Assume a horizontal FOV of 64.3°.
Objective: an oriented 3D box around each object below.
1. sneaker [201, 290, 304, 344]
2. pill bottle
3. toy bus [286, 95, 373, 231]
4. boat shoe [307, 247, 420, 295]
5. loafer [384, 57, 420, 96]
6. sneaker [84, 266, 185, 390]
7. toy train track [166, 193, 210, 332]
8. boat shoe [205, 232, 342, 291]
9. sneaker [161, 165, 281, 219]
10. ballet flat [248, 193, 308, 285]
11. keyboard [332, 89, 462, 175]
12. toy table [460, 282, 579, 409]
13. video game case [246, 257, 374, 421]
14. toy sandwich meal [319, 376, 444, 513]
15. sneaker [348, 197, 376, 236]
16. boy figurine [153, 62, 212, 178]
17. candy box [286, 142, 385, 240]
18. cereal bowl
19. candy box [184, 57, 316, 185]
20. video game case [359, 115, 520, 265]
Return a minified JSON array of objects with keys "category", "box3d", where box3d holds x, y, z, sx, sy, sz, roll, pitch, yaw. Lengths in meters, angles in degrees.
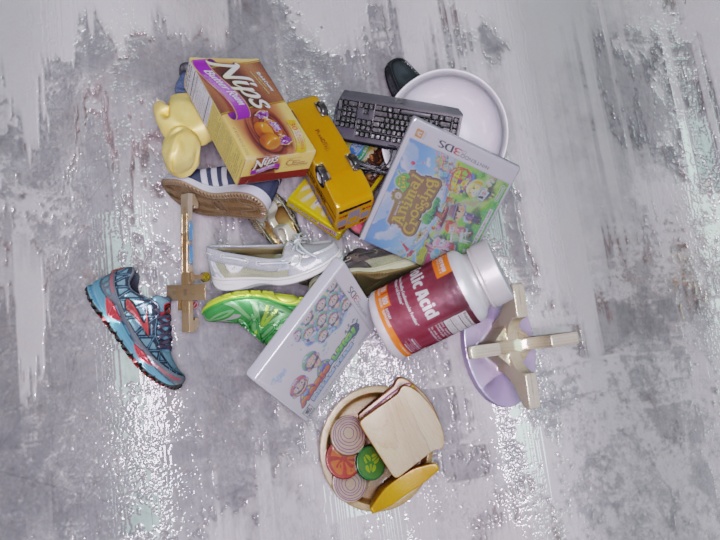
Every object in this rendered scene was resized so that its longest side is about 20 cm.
[{"category":"sneaker","box3d":[-0.142,0.077,0.869,0.196,0.074,0.085,6,75,-10]},{"category":"pill bottle","box3d":[0.121,0.042,0.862,0.198,0.114,0.116,-28,86,15]},{"category":"toy bus","box3d":[-0.053,-0.166,0.869,0.064,0.079,0.202,-23,68,-18]},{"category":"boat shoe","box3d":[0.001,-0.001,0.907,0.198,0.072,0.067,-10,53,-28]},{"category":"loafer","box3d":[0.114,-0.283,0.981,0.068,0.070,0.202,-34,88,-17]},{"category":"sneaker","box3d":[-0.308,0.079,0.835,0.095,0.079,0.201,-38,89,-16]},{"category":"toy train track","box3d":[-0.248,-0.011,0.853,0.032,0.113,0.204,0,88,-45]},{"category":"boat shoe","box3d":[-0.126,-0.019,0.829,0.198,0.075,0.066,-8,111,11]},{"category":"sneaker","box3d":[-0.204,-0.143,0.879,0.197,0.071,0.110,11,58,24]},{"category":"ballet flat","box3d":[-0.123,-0.066,0.896,0.067,0.075,0.201,-35,88,-12]},{"category":"keyboard","box3d":[0.050,-0.199,0.881,0.196,0.021,0.130,12,106,11]},{"category":"toy table","box3d":[0.238,0.117,0.916,0.181,0.117,0.204,-17,85,-13]},{"category":"video game case","box3d":[-0.059,0.107,0.838,0.023,0.183,0.201,28,73,32]},{"category":"toy sandwich meal","box3d":[0.036,0.268,0.874,0.201,0.070,0.210,2,80,-11]},{"category":"sneaker","box3d":[0.074,-0.092,0.933,0.196,0.087,0.075,2,80,-10]},{"category":"boy figurine","box3d":[-0.252,-0.227,0.867,0.122,0.065,0.203,7,57,-11]},{"category":"candy box","box3d":[-0.023,-0.150,0.927,0.101,0.027,0.201,31,62,7]},{"category":"cereal bowl","box3d":[0.134,-0.212,0.911,0.196,0.083,0.204,3,105,11]},{"category":"candy box","box3d":[-0.161,-0.220,0.826,0.115,0.057,0.202,-14,64,-36]},{"category":"video game case","box3d":[0.118,-0.103,0.873,0.179,0.022,0.202,22,111,-9]}]
